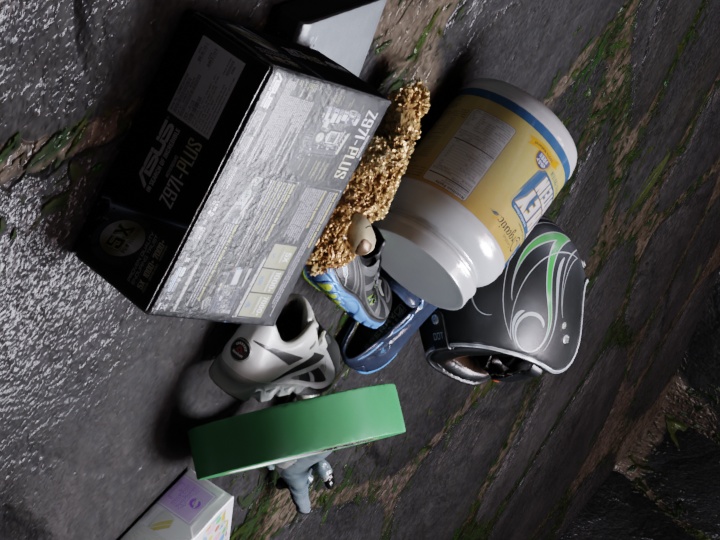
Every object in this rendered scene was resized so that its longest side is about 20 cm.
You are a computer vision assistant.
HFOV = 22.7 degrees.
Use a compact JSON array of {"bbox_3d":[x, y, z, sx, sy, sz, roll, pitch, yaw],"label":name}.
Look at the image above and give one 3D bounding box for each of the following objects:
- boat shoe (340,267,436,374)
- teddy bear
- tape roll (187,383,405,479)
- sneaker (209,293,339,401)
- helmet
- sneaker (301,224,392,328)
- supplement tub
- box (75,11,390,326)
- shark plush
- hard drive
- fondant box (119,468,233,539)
[{"bbox_3d":[0.050,0.026,1.910,0.202,0.084,0.069,-62,159,4],"label":"boat shoe"},{"bbox_3d":[0.012,-0.081,1.610,0.201,0.066,0.145,-57,179,-43],"label":"teddy bear"},{"bbox_3d":[-0.059,0.149,1.660,0.198,0.049,0.200,-14,174,-1],"label":"tape roll"},{"bbox_3d":[-0.059,0.064,1.667,0.089,0.074,0.200,-61,163,16],"label":"sneaker"},{"bbox_3d":[0.157,0.021,2.011,0.200,0.197,0.193,68,30,-68],"label":"helmet"},{"bbox_3d":[0.000,0.000,1.746,0.083,0.071,0.200,-51,159,-2],"label":"sneaker"},{"bbox_3d":[0.109,-0.076,1.798,0.201,0.144,0.145,-53,161,-18],"label":"supplement tub"},{"bbox_3d":[-0.091,-0.069,1.314,0.163,0.086,0.201,7,114,-58],"label":"box"},{"bbox_3d":[-0.062,0.205,1.890,0.091,0.083,0.201,-41,155,-44],"label":"shark plush"},{"bbox_3d":[-0.052,-0.130,1.460,0.139,0.033,0.202,-31,148,-56],"label":"hard drive"},{"bbox_3d":[-0.193,0.308,1.746,0.144,0.058,0.201,-45,158,-37],"label":"fondant box"}]
